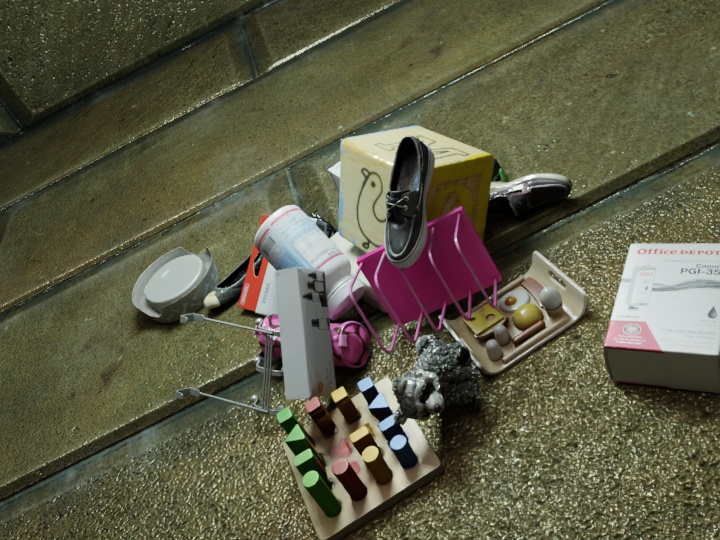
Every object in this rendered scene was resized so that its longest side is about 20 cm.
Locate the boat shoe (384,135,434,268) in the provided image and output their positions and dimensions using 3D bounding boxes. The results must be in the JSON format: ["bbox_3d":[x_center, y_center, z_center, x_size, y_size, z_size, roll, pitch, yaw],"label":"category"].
[{"bbox_3d":[0.066,-0.107,1.056,0.069,0.066,0.202,4,72,34],"label":"boat shoe"}]

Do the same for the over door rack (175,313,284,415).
[{"bbox_3d":[-0.212,0.155,1.214,0.198,0.150,0.067,7,6,19],"label":"over door rack"}]

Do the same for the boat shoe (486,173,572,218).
[{"bbox_3d":[0.286,-0.129,1.305,0.198,0.072,0.065,-4,55,24],"label":"boat shoe"}]

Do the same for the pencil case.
[{"bbox_3d":[-0.085,0.121,1.228,0.198,0.094,0.092,0,63,33],"label":"pencil case"}]

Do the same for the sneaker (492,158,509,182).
[{"bbox_3d":[0.200,-0.198,1.423,0.198,0.084,0.077,3,46,34],"label":"sneaker"}]

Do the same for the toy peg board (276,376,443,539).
[{"bbox_3d":[-0.017,0.248,1.034,0.198,0.098,0.200,-31,38,-3],"label":"toy peg board"}]

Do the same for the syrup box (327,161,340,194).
[{"bbox_3d":[0.018,-0.176,1.516,0.078,0.082,0.200,-35,37,-12],"label":"syrup box"}]

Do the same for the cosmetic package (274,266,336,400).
[{"bbox_3d":[-0.086,0.099,1.129,0.050,0.082,0.203,-11,81,31],"label":"cosmetic package"}]

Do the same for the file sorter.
[{"bbox_3d":[0.101,0.023,1.115,0.199,0.140,0.126,-26,18,22],"label":"file sorter"}]

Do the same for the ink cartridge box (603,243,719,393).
[{"bbox_3d":[0.430,0.058,0.980,0.145,0.083,0.201,1,46,34],"label":"ink cartridge box"}]

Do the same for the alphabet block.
[{"bbox_3d":[0.094,-0.130,1.266,0.195,0.197,0.199,-19,33,-32],"label":"alphabet block"}]

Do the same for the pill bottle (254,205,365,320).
[{"bbox_3d":[-0.087,-0.012,1.258,0.109,0.109,0.200,-40,75,-15],"label":"pill bottle"}]

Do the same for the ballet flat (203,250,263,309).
[{"bbox_3d":[-0.257,0.005,1.501,0.200,0.057,0.066,-45,39,-20],"label":"ballet flat"}]

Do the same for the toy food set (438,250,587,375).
[{"bbox_3d":[0.235,0.060,1.120,0.199,0.061,0.144,-32,37,-4],"label":"toy food set"}]

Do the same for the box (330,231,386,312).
[{"bbox_3d":[0.000,0.000,1.334,0.082,0.069,0.199,-41,38,-18],"label":"box"}]

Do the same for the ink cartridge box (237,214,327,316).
[{"bbox_3d":[-0.164,-0.011,1.381,0.172,0.043,0.202,11,85,33],"label":"ink cartridge box"}]

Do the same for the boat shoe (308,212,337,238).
[{"bbox_3d":[-0.112,-0.014,1.430,0.075,0.092,0.201,43,103,33],"label":"boat shoe"}]

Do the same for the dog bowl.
[{"bbox_3d":[-0.399,0.031,1.561,0.198,0.059,0.201,-17,38,14],"label":"dog bowl"}]

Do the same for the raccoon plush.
[{"bbox_3d":[0.086,0.165,1.058,0.133,0.098,0.200,-15,5,-16],"label":"raccoon plush"}]
